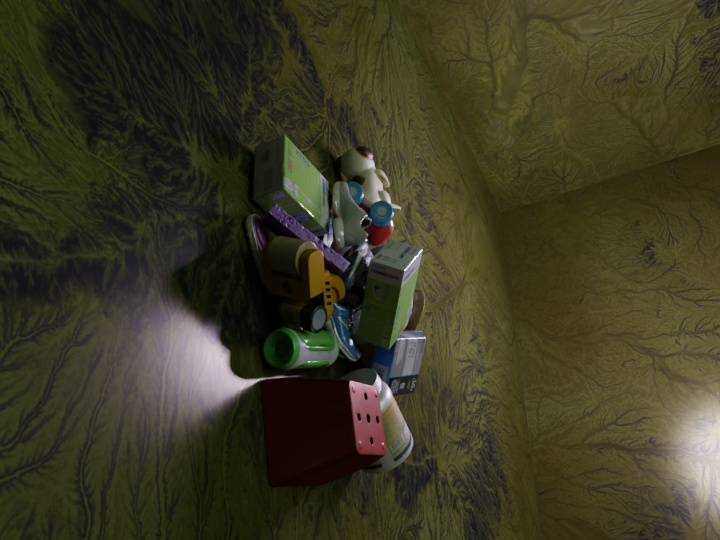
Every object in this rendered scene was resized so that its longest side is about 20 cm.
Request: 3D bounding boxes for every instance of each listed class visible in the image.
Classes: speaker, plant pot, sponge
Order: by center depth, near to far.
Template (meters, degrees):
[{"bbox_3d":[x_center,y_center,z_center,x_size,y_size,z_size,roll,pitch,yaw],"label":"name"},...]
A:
[{"bbox_3d":[-0.060,0.304,1.345,0.200,0.175,0.202,30,47,-60],"label":"plant pot"},{"bbox_3d":[-0.118,0.162,1.422,0.200,0.088,0.089,14,62,-65],"label":"speaker"},{"bbox_3d":[-0.119,-0.058,1.451,0.200,0.112,0.030,40,74,-5],"label":"sponge"},{"bbox_3d":[0.110,0.137,1.884,0.027,0.200,0.201,29,38,-14],"label":"plant pot"}]

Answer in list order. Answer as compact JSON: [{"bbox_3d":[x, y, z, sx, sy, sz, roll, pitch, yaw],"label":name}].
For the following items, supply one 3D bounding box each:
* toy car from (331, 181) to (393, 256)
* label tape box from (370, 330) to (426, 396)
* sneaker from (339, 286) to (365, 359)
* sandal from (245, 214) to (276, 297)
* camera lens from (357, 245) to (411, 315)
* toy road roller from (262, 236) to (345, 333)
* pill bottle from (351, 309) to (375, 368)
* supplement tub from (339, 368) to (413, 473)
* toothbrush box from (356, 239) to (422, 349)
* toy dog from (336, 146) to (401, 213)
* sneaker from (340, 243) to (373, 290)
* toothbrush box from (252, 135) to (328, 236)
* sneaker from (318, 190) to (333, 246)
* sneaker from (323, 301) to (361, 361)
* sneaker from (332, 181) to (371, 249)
[{"bbox_3d":[-0.030,-0.089,1.761,0.201,0.176,0.184,-56,177,-17],"label":"toy car"},{"bbox_3d":[0.107,0.226,1.689,0.199,0.066,0.145,5,98,-51],"label":"label tape box"},{"bbox_3d":[-0.032,0.108,1.625,0.202,0.114,0.076,70,22,-9],"label":"sneaker"},{"bbox_3d":[-0.184,-0.023,1.440,0.204,0.049,0.083,67,23,-16],"label":"sandal"},{"bbox_3d":[0.063,0.051,1.831,0.161,0.159,0.201,58,27,-32],"label":"camera lens"},{"bbox_3d":[-0.108,0.019,1.409,0.146,0.122,0.202,-31,124,-48],"label":"toy road roller"},{"bbox_3d":[0.049,0.195,1.749,0.112,0.110,0.201,-83,156,-45],"label":"pill bottle"},{"bbox_3d":[0.021,0.338,1.553,0.201,0.143,0.145,66,23,-20],"label":"supplement tub"},{"bbox_3d":[0.067,0.053,1.567,0.146,0.085,0.202,-44,148,-60],"label":"toothbrush box"},{"bbox_3d":[-0.001,-0.247,1.951,0.193,0.139,0.202,3,68,-52],"label":"toy dog"},{"bbox_3d":[0.000,0.000,1.585,0.085,0.077,0.200,47,27,-10],"label":"sneaker"},{"bbox_3d":[-0.153,-0.181,1.556,0.200,0.085,0.147,41,39,-52],"label":"toothbrush box"},{"bbox_3d":[-0.099,-0.106,1.692,0.085,0.076,0.202,61,31,-51],"label":"sneaker"},{"bbox_3d":[-0.044,0.118,1.557,0.201,0.089,0.078,62,-17,-21],"label":"sneaker"},{"bbox_3d":[-0.022,-0.131,1.623,0.076,0.091,0.202,90,-3,-52],"label":"sneaker"}]
